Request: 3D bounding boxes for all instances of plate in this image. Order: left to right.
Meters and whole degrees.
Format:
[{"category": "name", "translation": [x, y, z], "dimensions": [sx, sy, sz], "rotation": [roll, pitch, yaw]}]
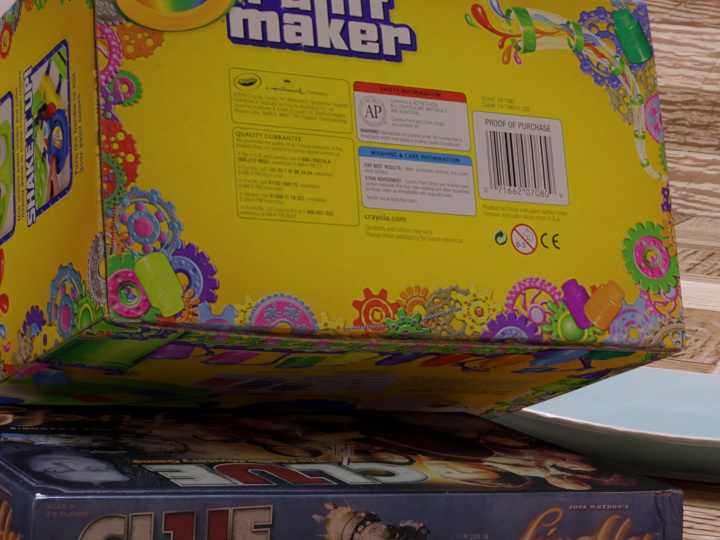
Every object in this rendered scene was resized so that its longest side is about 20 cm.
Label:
[{"category": "plate", "translation": [0.131, 0.065, 0.910], "dimensions": [0.199, 0.026, 0.200], "rotation": [5, 5, 0]}]

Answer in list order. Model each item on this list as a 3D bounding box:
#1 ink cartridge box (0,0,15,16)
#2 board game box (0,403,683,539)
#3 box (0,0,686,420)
[{"category": "ink cartridge box", "translation": [-0.191, -0.101, 1.410], "dimensions": [0.083, 0.201, 0.147], "rotation": [2, 6, -27]}, {"category": "board game box", "translation": [-0.024, 0.068, 0.646], "dimensions": [0.199, 0.035, 0.135], "rotation": [3, 6, -27]}, {"category": "box", "translation": [-0.032, -0.013, 0.731], "dimensions": [0.199, 0.122, 0.193], "rotation": [4, -17, -29]}]
